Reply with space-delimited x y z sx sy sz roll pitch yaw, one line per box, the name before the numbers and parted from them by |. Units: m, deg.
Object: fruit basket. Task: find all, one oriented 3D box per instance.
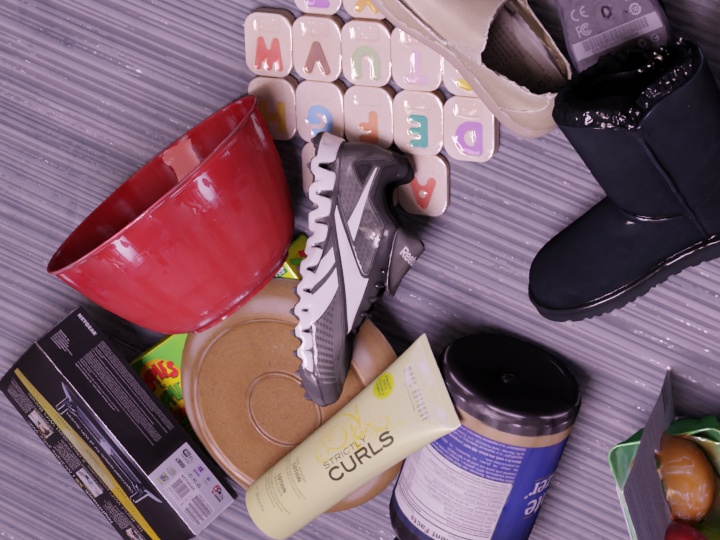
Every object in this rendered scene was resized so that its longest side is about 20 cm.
fruit basket | 0.217 0.192 1.311 0.093 0.200 0.187 -10 108 26

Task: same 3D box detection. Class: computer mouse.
computer mouse | 0.180 -0.218 1.245 0.140 0.046 0.201 -26 100 25

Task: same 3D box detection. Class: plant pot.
plant pot | -0.056 0.103 1.443 0.198 0.027 0.202 9 115 21

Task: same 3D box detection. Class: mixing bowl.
mixing bowl | -0.122 -0.025 1.382 0.199 0.200 0.109 -32 105 31

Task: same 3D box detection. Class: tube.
tube | -0.007 0.130 1.388 0.058 0.052 0.200 46 122 -8

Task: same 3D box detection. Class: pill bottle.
pill bottle | 0.085 0.157 1.408 0.111 0.112 0.201 25 120 13

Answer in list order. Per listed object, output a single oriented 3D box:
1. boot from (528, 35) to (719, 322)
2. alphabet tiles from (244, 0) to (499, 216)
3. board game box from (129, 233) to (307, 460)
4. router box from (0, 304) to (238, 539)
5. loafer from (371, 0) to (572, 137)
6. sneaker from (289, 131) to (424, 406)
boot | 0.169 -0.062 1.258 0.199 0.077 0.168 -23 130 24
alphabet tiles | 0.007 -0.137 1.375 0.198 0.015 0.197 8 115 21
board game box | -0.091 0.068 1.487 0.199 0.048 0.102 -35 94 32
router box | -0.202 0.137 1.525 0.200 0.052 0.157 51 153 -3
loafer | 0.078 -0.179 1.281 0.200 0.076 0.068 42 158 -7
sneaker | 0.000 0.000 1.359 0.090 0.066 0.202 4 82 10
